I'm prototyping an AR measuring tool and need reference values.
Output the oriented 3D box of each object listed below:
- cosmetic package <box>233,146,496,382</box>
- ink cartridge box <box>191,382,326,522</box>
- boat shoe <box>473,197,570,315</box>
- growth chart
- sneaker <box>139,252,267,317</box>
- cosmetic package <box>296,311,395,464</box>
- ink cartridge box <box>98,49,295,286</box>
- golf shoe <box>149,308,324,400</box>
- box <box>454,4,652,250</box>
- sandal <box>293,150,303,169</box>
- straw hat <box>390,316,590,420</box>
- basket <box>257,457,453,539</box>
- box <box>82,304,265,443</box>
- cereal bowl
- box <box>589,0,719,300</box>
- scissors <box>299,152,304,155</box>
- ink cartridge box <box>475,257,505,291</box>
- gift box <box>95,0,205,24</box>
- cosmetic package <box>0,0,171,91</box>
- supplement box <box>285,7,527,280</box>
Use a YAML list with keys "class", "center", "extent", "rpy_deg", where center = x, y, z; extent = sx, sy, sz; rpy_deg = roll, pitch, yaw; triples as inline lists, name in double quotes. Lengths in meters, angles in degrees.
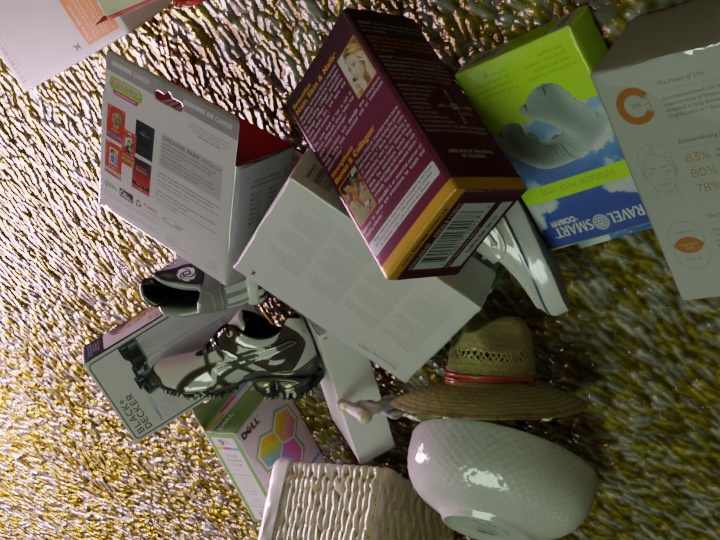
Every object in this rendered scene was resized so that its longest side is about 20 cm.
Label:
- class: "cosmetic package"
  center: [0.000, 0.000, 0.987]
  extent: [0.199, 0.052, 0.151]
  rpy_deg: [34, 138, -5]
- class: "ink cartridge box"
  center: [-0.124, 0.201, 1.339]
  extent: [0.059, 0.104, 0.202]
  rpy_deg: [-5, 121, 38]
- class: "boat shoe"
  center: [0.117, -0.043, 0.967]
  extent: [0.065, 0.074, 0.202]
  rpy_deg: [-28, 92, 18]
- class: "growth chart"
  center: [0.080, 0.136, 1.085]
  extent: [0.197, 0.145, 0.018]
  rpy_deg: [0, 90, -7]
- class: "sneaker"
  center: [-0.191, -0.010, 1.162]
  extent: [0.200, 0.115, 0.076]
  rpy_deg: [34, 137, 49]
- class: "cosmetic package"
  center: [-0.016, 0.110, 1.185]
  extent: [0.083, 0.050, 0.201]
  rpy_deg: [-125, 15, -49]
- class: "ink cartridge box"
  center: [-0.165, -0.113, 1.086]
  extent: [0.199, 0.083, 0.177]
  rpy_deg: [30, 127, 30]
- class: "golf shoe"
  center: [-0.135, 0.084, 1.158]
  extent: [0.197, 0.078, 0.096]
  rpy_deg: [-4, 104, 18]
- class: "box"
  center: [0.177, -0.103, 0.906]
  extent: [0.121, 0.048, 0.201]
  rpy_deg: [-16, 113, 44]
- class: "sandal"
  center: [-0.087, -0.037, 1.140]
  extent: [0.079, 0.059, 0.208]
  rpy_deg: [27, 140, 19]
- class: "straw hat"
  center: [0.124, 0.085, 1.044]
  extent: [0.199, 0.200, 0.086]
  rpy_deg: [2, 92, 35]
- class: "basket"
  center: [-0.004, 0.334, 1.255]
  extent: [0.159, 0.202, 0.198]
  rpy_deg: [-7, 152, 33]
- class: "box"
  center: [-0.200, 0.090, 1.240]
  extent: [0.117, 0.199, 0.060]
  rpy_deg: [62, 174, -21]
- class: "cereal bowl"
  center: [0.139, 0.229, 1.126]
  extent: [0.198, 0.084, 0.201]
  rpy_deg: [15, 155, 7]
- class: "box"
  center: [0.273, -0.092, 0.805]
  extent: [0.123, 0.098, 0.201]
  rpy_deg: [-8, 119, 41]
- class: "scissors"
  center: [-0.048, -0.103, 1.097]
  extent: [0.198, 0.014, 0.074]
  rpy_deg: [-4, 121, 38]
- class: "ink cartridge box"
  center: [0.045, 0.010, 1.075]
  extent: [0.104, 0.059, 0.200]
  rpy_deg: [45, 138, -5]
- class: "gift box"
  center: [-0.152, -0.306, 0.874]
  extent: [0.183, 0.200, 0.188]
  rpy_deg: [-5, 123, 45]
- class: "cosmetic package"
  center: [-0.294, -0.265, 1.102]
  extent: [0.199, 0.071, 0.102]
  rpy_deg: [-14, 115, 43]
- class: "supplement box"
  center: [0.033, -0.105, 0.903]
  extent: [0.111, 0.085, 0.201]
  rpy_deg: [-52, 56, 37]
